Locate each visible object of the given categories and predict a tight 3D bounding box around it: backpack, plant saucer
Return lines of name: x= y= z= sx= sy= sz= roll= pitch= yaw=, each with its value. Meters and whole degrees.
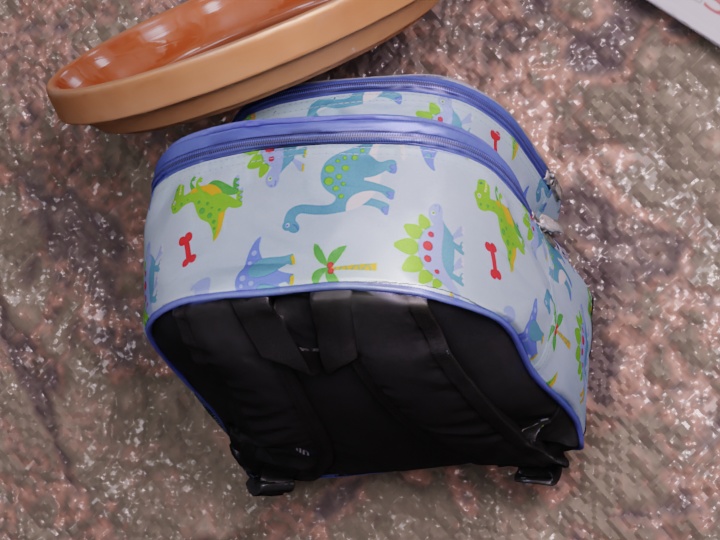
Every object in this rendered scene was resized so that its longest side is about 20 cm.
backpack: x=0.000 y=0.000 z=0.933 sx=0.181 sy=0.200 sz=0.148 roll=-5 pitch=66 yaw=17
plant saucer: x=-0.044 y=-0.107 z=0.968 sx=0.199 sy=0.200 sz=0.033 roll=-19 pitch=106 yaw=14

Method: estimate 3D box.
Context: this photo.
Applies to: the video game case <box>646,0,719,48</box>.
video game case: x=0.194 y=-0.196 z=0.956 sx=0.182 sy=0.022 sz=0.201 roll=35 pitch=114 yaw=17
